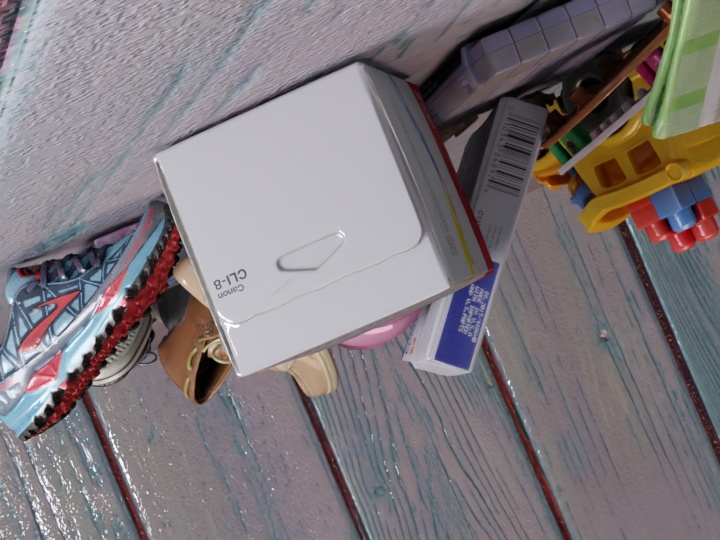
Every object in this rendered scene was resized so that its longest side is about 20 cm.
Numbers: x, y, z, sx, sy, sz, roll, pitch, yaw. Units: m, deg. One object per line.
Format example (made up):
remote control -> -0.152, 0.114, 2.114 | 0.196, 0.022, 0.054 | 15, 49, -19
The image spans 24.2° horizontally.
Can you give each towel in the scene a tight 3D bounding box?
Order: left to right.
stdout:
towel -> 0.265, -0.177, 1.117 | 0.199, 0.151, 0.031 | -19, -142, -39

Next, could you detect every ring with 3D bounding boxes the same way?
ring -> 0.197, -0.162, 1.189 | 0.200, 0.019, 0.200 | -46, 180, 0

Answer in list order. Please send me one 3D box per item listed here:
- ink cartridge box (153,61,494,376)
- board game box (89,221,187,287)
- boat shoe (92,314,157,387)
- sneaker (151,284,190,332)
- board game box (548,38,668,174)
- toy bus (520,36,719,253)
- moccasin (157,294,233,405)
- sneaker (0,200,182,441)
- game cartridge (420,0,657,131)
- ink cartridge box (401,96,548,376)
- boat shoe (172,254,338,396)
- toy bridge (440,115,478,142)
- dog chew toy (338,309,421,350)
ink cartridge box -> -0.016, -0.032, 1.056 | 0.144, 0.146, 0.200 | -23, 178, 11
board game box -> -0.134, -0.023, 1.347 | 0.198, 0.042, 0.200 | -24, 177, -22
boat shoe -> -0.209, 0.060, 1.439 | 0.074, 0.063, 0.200 | -14, -161, -2
sneaker -> -0.089, 0.007, 1.494 | 0.199, 0.076, 0.092 | -32, -146, -4
board game box -> 0.241, -0.167, 1.236 | 0.200, 0.026, 0.200 | -41, 179, -22
toy bus -> 0.237, -0.099, 1.513 | 0.199, 0.194, 0.135 | -24, 179, 44
moccasin -> -0.107, 0.044, 1.364 | 0.073, 0.078, 0.202 | -13, 154, -42
sneaker -> -0.208, 0.020, 1.184 | 0.201, 0.095, 0.079 | -51, 175, 6
game cartridge -> 0.114, -0.148, 1.165 | 0.128, 0.039, 0.200 | -19, 177, -12
ink cartridge box -> 0.085, -0.019, 1.275 | 0.040, 0.202, 0.200 | 17, 176, -3
boat shoe -> -0.079, 0.039, 1.259 | 0.064, 0.071, 0.201 | -40, 135, -7
toy bridge -> 0.008, -0.065, 1.351 | 0.199, 0.027, 0.067 | -39, -178, 25
dog chew toy -> 0.000, 0.000, 1.279 | 0.123, 0.126, 0.200 | -23, 160, -10
